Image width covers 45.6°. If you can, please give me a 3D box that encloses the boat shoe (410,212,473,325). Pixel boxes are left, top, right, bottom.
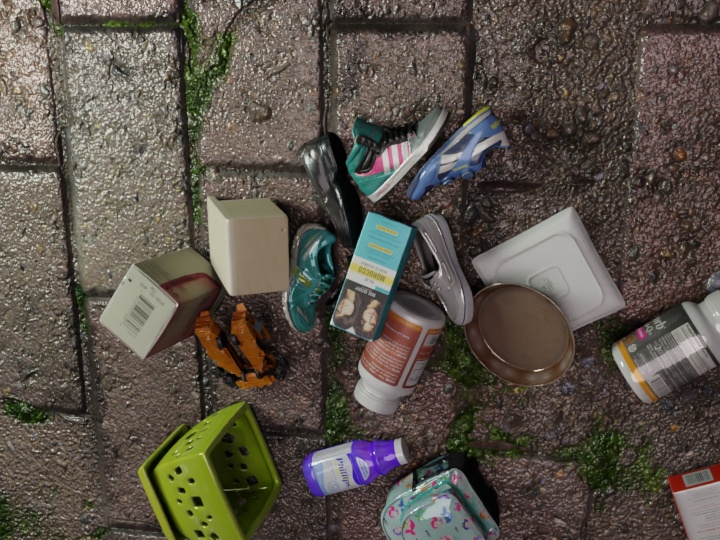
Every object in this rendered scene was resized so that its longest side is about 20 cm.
[{"bbox_3d":[0.132,0.005,1.464,0.065,0.073,0.202,-22,94,-28],"label":"boat shoe"}]

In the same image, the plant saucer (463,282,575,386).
[{"bbox_3d":[0.274,0.105,1.465,0.199,0.034,0.202,17,125,26],"label":"plant saucer"}]

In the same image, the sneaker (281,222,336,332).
[{"bbox_3d":[-0.087,0.019,1.504,0.079,0.077,0.202,18,111,27],"label":"sneaker"}]

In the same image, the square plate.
[{"bbox_3d":[0.321,0.024,1.465,0.197,0.028,0.201,-28,99,17],"label":"square plate"}]

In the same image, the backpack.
[{"bbox_3d":[0.140,0.454,1.569,0.199,0.151,0.178,-29,101,22],"label":"backpack"}]

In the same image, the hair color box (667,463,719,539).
[{"bbox_3d":[0.626,0.453,1.517,0.101,0.061,0.202,-18,101,15],"label":"hair color box"}]

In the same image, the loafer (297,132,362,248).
[{"bbox_3d":[-0.049,-0.132,1.472,0.072,0.073,0.202,-13,94,23],"label":"loafer"}]

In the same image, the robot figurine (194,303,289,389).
[{"bbox_3d":[-0.212,0.146,1.549,0.144,0.059,0.201,-11,138,12],"label":"robot figurine"}]

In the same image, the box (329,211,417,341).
[{"bbox_3d":[0.022,0.010,1.425,0.082,0.049,0.202,21,98,15],"label":"box"}]

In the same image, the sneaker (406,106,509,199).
[{"bbox_3d":[0.159,-0.177,1.413,0.200,0.074,0.082,-42,97,20],"label":"sneaker"}]

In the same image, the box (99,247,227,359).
[{"bbox_3d":[-0.336,0.053,1.499,0.109,0.200,0.128,39,109,9],"label":"box"}]

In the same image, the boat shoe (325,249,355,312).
[{"bbox_3d":[0.000,-0.001,1.492,0.066,0.075,0.200,23,119,-16],"label":"boat shoe"}]

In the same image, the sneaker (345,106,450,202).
[{"bbox_3d":[0.046,-0.221,1.419,0.121,0.084,0.200,40,111,-13],"label":"sneaker"}]

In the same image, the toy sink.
[{"bbox_3d":[-0.193,-0.052,1.483,0.111,0.200,0.132,-6,107,-18],"label":"toy sink"}]

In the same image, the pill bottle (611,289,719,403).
[{"bbox_3d":[0.526,0.123,1.410,0.199,0.116,0.117,-34,98,17],"label":"pill bottle"}]

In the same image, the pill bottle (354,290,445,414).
[{"bbox_3d":[0.063,0.146,1.505,0.111,0.112,0.201,24,109,3],"label":"pill bottle"}]

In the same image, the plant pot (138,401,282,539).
[{"bbox_3d":[-0.287,0.390,1.603,0.180,0.200,0.201,-15,104,20],"label":"plant pot"}]

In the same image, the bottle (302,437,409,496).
[{"bbox_3d":[-0.007,0.362,1.606,0.198,0.065,0.084,-18,101,15],"label":"bottle"}]
